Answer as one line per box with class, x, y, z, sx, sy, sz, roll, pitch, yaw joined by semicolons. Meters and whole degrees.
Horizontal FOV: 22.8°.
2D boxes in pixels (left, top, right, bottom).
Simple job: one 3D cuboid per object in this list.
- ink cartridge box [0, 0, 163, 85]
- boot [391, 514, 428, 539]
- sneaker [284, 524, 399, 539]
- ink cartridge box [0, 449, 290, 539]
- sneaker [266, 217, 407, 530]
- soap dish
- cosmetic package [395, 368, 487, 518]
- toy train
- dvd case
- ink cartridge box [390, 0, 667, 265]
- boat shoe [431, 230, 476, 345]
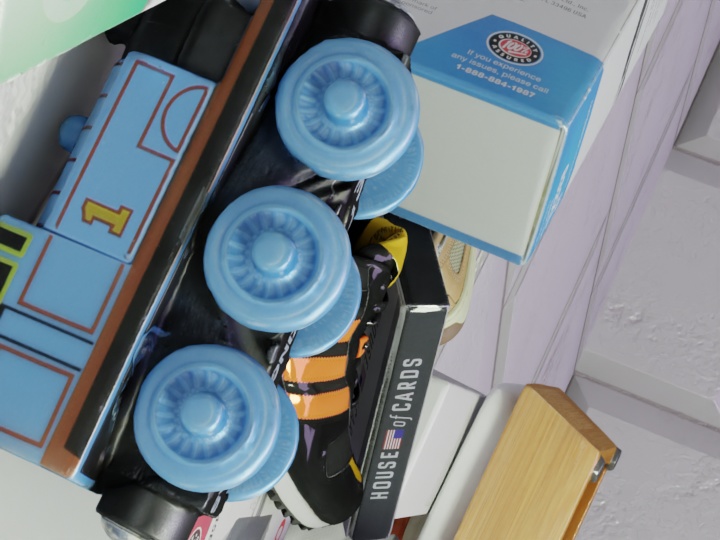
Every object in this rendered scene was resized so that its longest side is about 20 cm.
ink cartridge box;-0.059;-0.162;0.466;0.161;0.050;0.200;-46;157;-61
boot;0.009;0.176;1.227;0.200;0.107;0.075;72;39;-74
sneaker;-0.070;0.197;0.996;0.200;0.087;0.075;-39;161;-28
ink cartridge box;-0.102;0.133;0.705;0.200;0.085;0.146;47;66;-79
sneaker;-0.016;0.022;0.701;0.070;0.090;0.200;-113;180;-53
soap dish;0.088;0.169;1.109;0.200;0.081;0.157;-66;167;1
cosmetic package;0.002;0.083;1.023;0.085;0.107;0.200;-66;167;0
toy train;-0.055;-0.011;0.582;0.087;0.114;0.200;74;39;-79
dvd case;0.000;0.000;0.826;0.200;0.025;0.150;-103;-162;-45
ink cartridge box;0.048;-0.116;0.780;0.084;0.145;0.200;100;17;-46
boat shoe;0.034;-0.058;0.915;0.076;0.072;0.200;80;7;-48
